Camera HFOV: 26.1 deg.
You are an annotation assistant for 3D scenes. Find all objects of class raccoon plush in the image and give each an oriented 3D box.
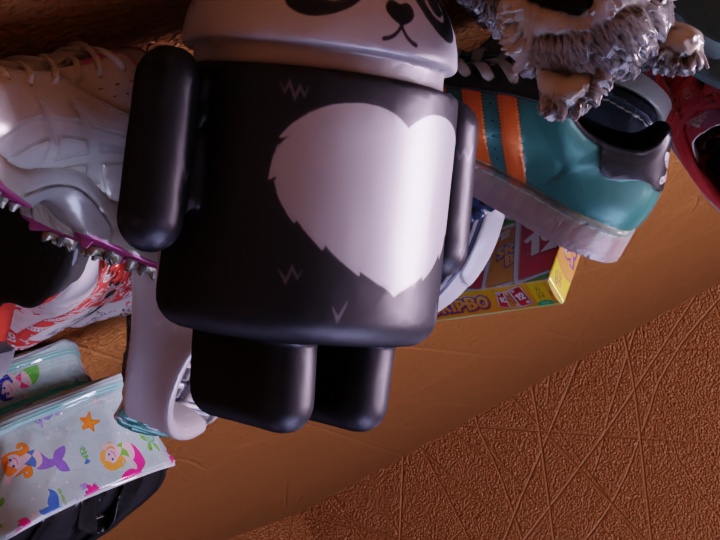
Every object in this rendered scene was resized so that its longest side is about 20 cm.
[{"bbox_3d":[0.095,-0.114,0.678,0.096,0.135,0.200,-29,164,11],"label":"raccoon plush"}]

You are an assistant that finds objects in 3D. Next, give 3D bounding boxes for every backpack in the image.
[{"bbox_3d":[-0.234,0.138,1.100,0.176,0.152,0.199,-18,175,-41],"label":"backpack"}]

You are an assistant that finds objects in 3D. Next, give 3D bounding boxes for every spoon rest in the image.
[{"bbox_3d":[-0.080,-0.001,0.778,0.061,0.098,0.202,-45,154,-65],"label":"spoon rest"}]

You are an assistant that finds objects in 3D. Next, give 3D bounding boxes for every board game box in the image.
[{"bbox_3d":[0.111,-0.052,0.996,0.095,0.030,0.201,-10,-143,36],"label":"board game box"}]

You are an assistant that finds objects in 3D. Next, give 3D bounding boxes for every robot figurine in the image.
[{"bbox_3d":[-0.021,-0.036,0.653,0.123,0.203,0.150,6,-179,11],"label":"robot figurine"}]

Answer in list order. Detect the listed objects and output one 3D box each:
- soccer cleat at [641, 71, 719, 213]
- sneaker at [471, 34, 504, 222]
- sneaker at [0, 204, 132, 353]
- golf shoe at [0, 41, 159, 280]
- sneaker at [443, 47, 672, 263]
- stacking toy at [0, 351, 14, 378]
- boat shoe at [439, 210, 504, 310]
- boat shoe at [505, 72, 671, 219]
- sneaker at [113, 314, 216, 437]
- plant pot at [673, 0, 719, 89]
[{"bbox_3d":[0.198,-0.093,0.895,0.068,0.201,0.073,-43,150,24],"label":"soccer cleat"},{"bbox_3d":[0.091,-0.102,0.843,0.200,0.077,0.085,-48,173,24],"label":"sneaker"},{"bbox_3d":[-0.147,-0.013,0.827,0.107,0.068,0.201,-19,171,-31],"label":"sneaker"},{"bbox_3d":[-0.134,-0.064,0.645,0.200,0.075,0.092,31,80,-58],"label":"golf shoe"},{"bbox_3d":[0.062,-0.083,0.769,0.080,0.198,0.072,-60,-171,22],"label":"sneaker"},{"bbox_3d":[-0.278,0.082,0.902,0.146,0.147,0.200,-35,-178,41],"label":"stacking toy"},{"bbox_3d":[0.000,0.000,0.914,0.090,0.071,0.201,11,131,-40],"label":"boat shoe"},{"bbox_3d":[0.102,-0.074,0.930,0.199,0.075,0.062,1,-123,54],"label":"boat shoe"},{"bbox_3d":[-0.085,0.014,0.887,0.077,0.092,0.200,16,139,-36],"label":"sneaker"},{"bbox_3d":[0.236,-0.151,0.749,0.199,0.202,0.195,-32,158,34],"label":"plant pot"}]
